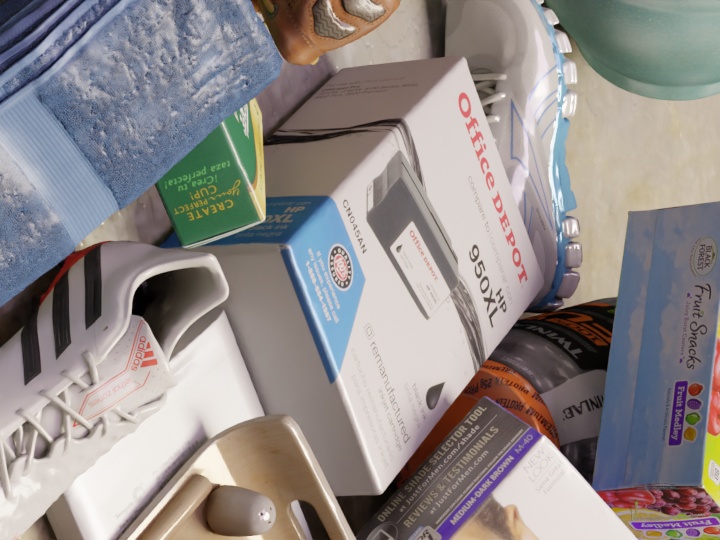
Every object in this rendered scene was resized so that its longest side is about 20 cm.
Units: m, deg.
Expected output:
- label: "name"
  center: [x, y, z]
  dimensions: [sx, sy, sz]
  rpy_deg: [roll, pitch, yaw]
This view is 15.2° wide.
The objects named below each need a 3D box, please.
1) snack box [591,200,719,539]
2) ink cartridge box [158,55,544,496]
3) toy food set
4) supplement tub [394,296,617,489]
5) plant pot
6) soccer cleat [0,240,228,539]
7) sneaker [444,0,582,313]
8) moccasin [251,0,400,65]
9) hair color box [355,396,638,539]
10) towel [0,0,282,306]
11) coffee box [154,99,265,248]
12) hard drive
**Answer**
- label: "snack box"
  center: [0.198, 0.084, 1.437]
  dimensions: [0.200, 0.068, 0.169]
  rpy_deg: [47, 45, -50]
- label: "ink cartridge box"
  center: [0.000, 0.000, 1.357]
  dimensions: [0.200, 0.084, 0.145]
  rpy_deg: [-49, 126, -47]
- label: "toy food set"
  center: [-0.064, 0.182, 1.218]
  dimensions: [0.200, 0.060, 0.144]
  rpy_deg: [-48, 125, -36]
- label: "supplement tub"
  center: [0.108, 0.084, 1.479]
  dimensions: [0.200, 0.123, 0.123]
  rpy_deg: [-13, 98, -57]
- label: "plant pot"
  center: [0.188, -0.186, 1.589]
  dimensions: [0.134, 0.200, 0.200]
  rpy_deg: [91, 20, -50]
- label: "soccer cleat"
  center: [-0.127, 0.055, 1.158]
  dimensions: [0.200, 0.085, 0.069]
  rpy_deg: [-56, 132, -43]
- label: "sneaker"
  center: [0.072, -0.067, 1.488]
  dimensions: [0.087, 0.075, 0.200]
  rpy_deg: [-18, 102, -50]
- label: "moccasin"
  center: [-0.042, -0.151, 1.256]
  dimensions: [0.074, 0.078, 0.201]
  rpy_deg: [47, 7, -38]
- label: "hair color box"
  center: [0.094, 0.170, 1.359]
  dimensions: [0.109, 0.065, 0.200]
  rpy_deg: [-47, 122, -8]
- label: "towel"
  center: [-0.126, -0.060, 1.110]
  dimensions: [0.200, 0.049, 0.112]
  rpy_deg: [-40, 136, -10]
- label: "coffee box"
  center: [-0.096, -0.123, 1.214]
  dimensions: [0.123, 0.044, 0.200]
  rpy_deg: [-96, 166, -64]
- label: "hard drive"
  center: [-0.076, 0.137, 1.271]
  dimensions: [0.132, 0.027, 0.200]
  rpy_deg: [-43, 122, -42]
